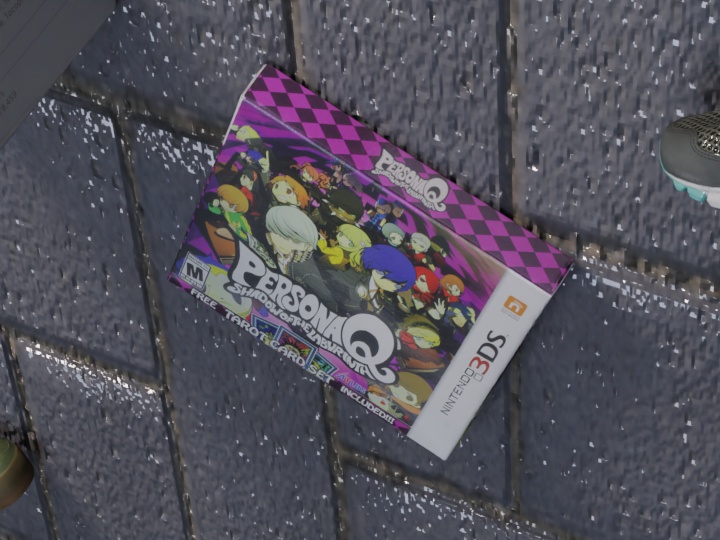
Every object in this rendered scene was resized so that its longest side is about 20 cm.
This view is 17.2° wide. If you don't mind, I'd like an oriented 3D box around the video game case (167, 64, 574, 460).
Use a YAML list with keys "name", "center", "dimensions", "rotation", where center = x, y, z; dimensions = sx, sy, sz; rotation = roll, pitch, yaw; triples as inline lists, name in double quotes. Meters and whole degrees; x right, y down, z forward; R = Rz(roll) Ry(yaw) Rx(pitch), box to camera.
- name: "video game case"
  center: [0.000, 0.000, 1.329]
  dimensions: [0.199, 0.036, 0.182]
  rotation: [33, 142, 3]

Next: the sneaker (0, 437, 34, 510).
- name: "sneaker"
  center: [-0.326, 0.122, 1.684]
  dimensions: [0.199, 0.067, 0.090]
  rotation: [3, 138, 40]

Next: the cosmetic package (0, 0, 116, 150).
- name: "cosmetic package"
  center: [-0.269, -0.162, 1.254]
  dimensions: [0.166, 0.167, 0.201]
  rotation: [-2, 131, 38]

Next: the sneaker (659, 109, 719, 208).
- name: "sneaker"
  center: [0.218, -0.083, 1.059]
  dimensions: [0.199, 0.078, 0.092]
  rotation: [-7, 111, 38]
